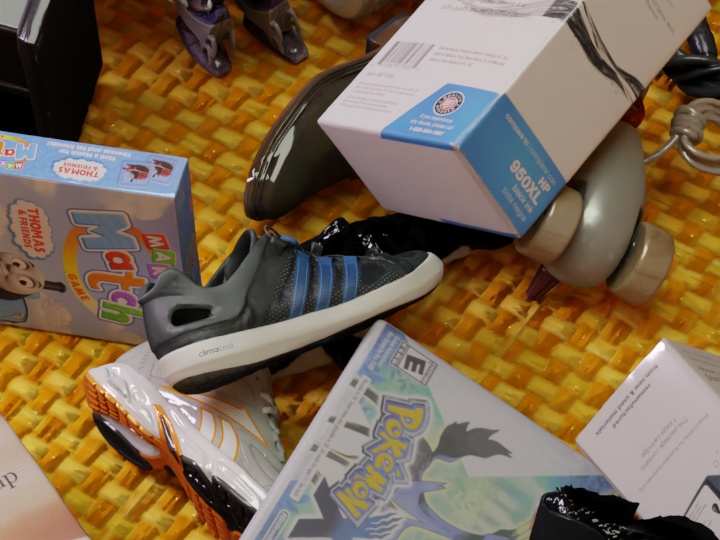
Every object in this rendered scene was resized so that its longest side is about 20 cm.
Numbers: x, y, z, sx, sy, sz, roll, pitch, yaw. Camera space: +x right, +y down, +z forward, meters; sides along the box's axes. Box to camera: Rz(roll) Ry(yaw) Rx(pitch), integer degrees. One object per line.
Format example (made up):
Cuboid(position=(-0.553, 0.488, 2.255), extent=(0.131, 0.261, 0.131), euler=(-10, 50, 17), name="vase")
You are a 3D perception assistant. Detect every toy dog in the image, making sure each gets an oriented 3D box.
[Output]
Cuboid(position=(0.143, -0.054, 1.680), extent=(0.132, 0.096, 0.200), euler=(43, 47, -7), name="toy dog")

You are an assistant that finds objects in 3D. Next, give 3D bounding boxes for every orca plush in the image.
Cuboid(position=(0.000, 0.000, 1.649), extent=(0.199, 0.071, 0.105), euler=(-16, 52, -12), name="orca plush")

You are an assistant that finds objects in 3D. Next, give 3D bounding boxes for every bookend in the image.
Cuboid(position=(-0.272, -0.158, 1.681), extent=(0.198, 0.200, 0.092), euler=(15, 68, 4), name="bookend")

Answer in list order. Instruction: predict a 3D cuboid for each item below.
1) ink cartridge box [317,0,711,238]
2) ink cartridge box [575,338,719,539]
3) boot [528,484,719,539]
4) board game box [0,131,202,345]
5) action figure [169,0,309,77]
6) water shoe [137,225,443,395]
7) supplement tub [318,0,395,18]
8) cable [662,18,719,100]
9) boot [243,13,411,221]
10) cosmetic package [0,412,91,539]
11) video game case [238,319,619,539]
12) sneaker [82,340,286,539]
Cuboid(position=(0.095, -0.126, 1.639), extent=(0.200, 0.084, 0.144), euler=(-49, 32, -18), name="ink cartridge box")
Cuboid(position=(0.234, 0.141, 1.472), extent=(0.086, 0.146, 0.200), euler=(-53, 56, 15), name="ink cartridge box")
Cuboid(position=(0.156, 0.219, 1.392), extent=(0.200, 0.169, 0.076), euler=(27, 18, 14), name="boot")
Cuboid(position=(-0.197, -0.022, 1.621), extent=(0.199, 0.152, 0.037), euler=(8, 52, 8), name="board game box")
Cuboid(position=(-0.076, -0.202, 1.731), extent=(0.130, 0.200, 0.070), euler=(-25, 66, -13), name="action figure")
Cuboid(position=(-0.037, 0.006, 1.569), extent=(0.199, 0.071, 0.079), euler=(-21, 85, -36), name="water shoe")
Cuboid(position=(0.048, -0.264, 1.831), extent=(0.200, 0.123, 0.123), euler=(-30, 56, -20), name="supplement tub")
Cuboid(position=(0.283, -0.159, 1.785), extent=(0.200, 0.051, 0.163), euler=(33, 59, 25), name="cable")
Cuboid(position=(0.015, -0.086, 1.718), extent=(0.097, 0.075, 0.200), euler=(27, 54, 25), name="boot")
Cuboid(position=(-0.211, 0.163, 1.512), extent=(0.103, 0.087, 0.200), euler=(-29, 56, -19), name="cosmetic package")
Cuboid(position=(0.039, 0.150, 1.513), extent=(0.182, 0.022, 0.200), euler=(34, 56, -2), name="video game case")
Cuboid(position=(-0.070, 0.097, 1.568), extent=(0.092, 0.076, 0.200), euler=(-39, 60, -23), name="sneaker")
